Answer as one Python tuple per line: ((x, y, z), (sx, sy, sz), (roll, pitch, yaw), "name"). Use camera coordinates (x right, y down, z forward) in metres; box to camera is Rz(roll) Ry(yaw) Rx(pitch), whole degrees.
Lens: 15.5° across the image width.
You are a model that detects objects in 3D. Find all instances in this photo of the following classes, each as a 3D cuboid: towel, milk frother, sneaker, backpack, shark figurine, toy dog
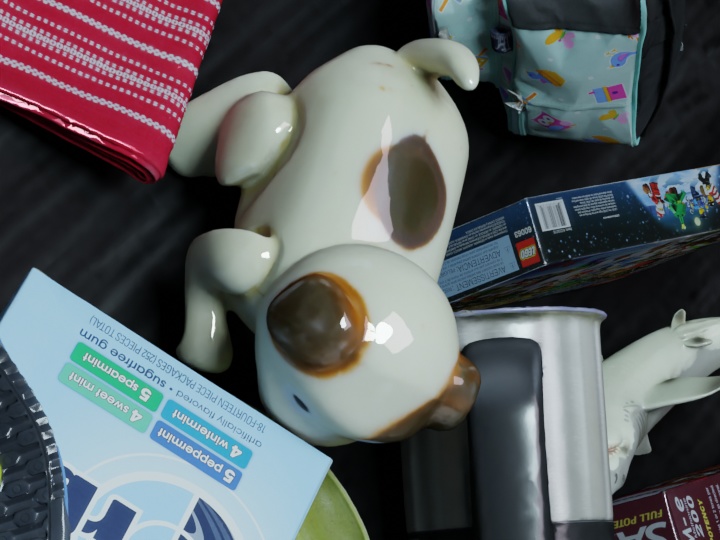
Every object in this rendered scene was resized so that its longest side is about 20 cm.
((-0.135, -0.153, 1.333), (0.144, 0.022, 0.201), (28, 58, -19), "towel")
((0.124, 0.113, 1.354), (0.199, 0.180, 0.189), (-2, 83, -15), "milk frother")
((-0.173, 0.062, 1.136), (0.066, 0.078, 0.201), (-22, 72, -11), "sneaker")
((0.113, -0.166, 1.482), (0.200, 0.153, 0.176), (65, 27, -61), "backpack")
((0.188, 0.072, 1.523), (0.214, 0.128, 0.090), (-21, 132, -21), "shark figurine")
((0.000, 0.000, 1.292), (0.139, 0.194, 0.200), (39, 33, -36), "toy dog")

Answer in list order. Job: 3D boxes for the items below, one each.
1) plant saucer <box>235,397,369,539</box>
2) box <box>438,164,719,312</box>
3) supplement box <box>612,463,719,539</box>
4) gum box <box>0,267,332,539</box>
((-0.084, 0.150, 1.253), (0.199, 0.031, 0.201), (15, 57, -24), "plant saucer")
((0.115, -0.014, 1.451), (0.200, 0.136, 0.038), (-11, 81, -43), "box")
((0.202, 0.142, 1.497), (0.200, 0.109, 0.061), (-13, 84, -45), "supplement box")
((-0.126, 0.123, 1.195), (0.170, 0.045, 0.200), (33, 52, -9), "gum box")
